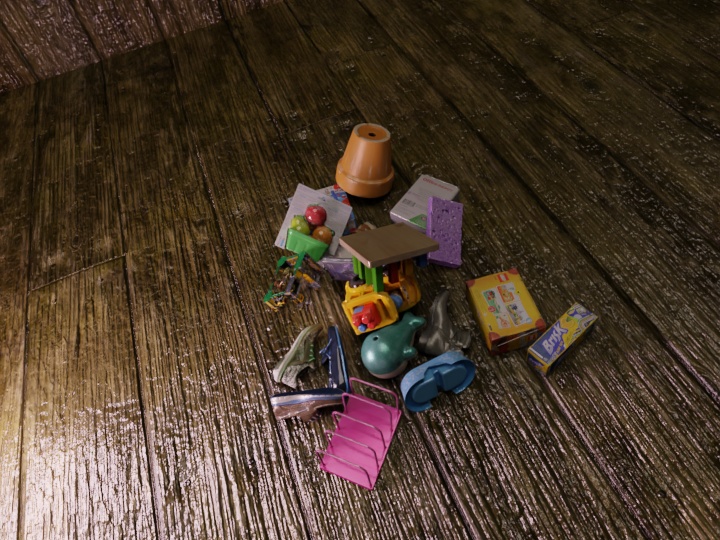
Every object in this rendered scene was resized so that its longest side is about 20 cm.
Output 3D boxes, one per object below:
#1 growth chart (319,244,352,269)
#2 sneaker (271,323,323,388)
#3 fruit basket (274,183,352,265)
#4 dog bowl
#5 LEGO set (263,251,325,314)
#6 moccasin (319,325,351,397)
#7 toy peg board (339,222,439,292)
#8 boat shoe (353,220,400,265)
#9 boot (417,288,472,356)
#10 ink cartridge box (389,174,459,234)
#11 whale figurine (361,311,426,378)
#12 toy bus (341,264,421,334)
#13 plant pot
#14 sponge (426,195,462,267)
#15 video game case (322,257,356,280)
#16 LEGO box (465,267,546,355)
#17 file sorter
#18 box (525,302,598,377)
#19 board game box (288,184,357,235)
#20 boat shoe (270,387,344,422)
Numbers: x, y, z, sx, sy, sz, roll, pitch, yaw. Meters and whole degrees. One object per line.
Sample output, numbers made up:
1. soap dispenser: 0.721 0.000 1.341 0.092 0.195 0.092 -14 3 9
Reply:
1. growth chart: -0.059 -0.059 1.682 0.196 0.018 0.147 -7 51 5
2. sneaker: -0.149 0.235 1.443 0.088 0.077 0.201 30 67 14
3. fruit basket: -0.143 -0.136 1.635 0.183 0.094 0.203 22 83 -11
4. dog bowl: 0.188 0.270 1.325 0.197 0.113 0.050 -24 37 -9
5. LEGO set: -0.187 0.049 1.585 0.152 0.116 0.202 -22 40 31
6. moccasin: -0.074 0.237 1.412 0.067 0.081 0.202 -15 50 4
7. toy peg board: 0.073 -0.034 1.393 0.196 0.099 0.200 -15 26 -20
8. boat shoe: 0.046 -0.069 1.630 0.073 0.076 0.200 -25 49 -20
9. boot: 0.242 0.156 1.439 0.129 0.068 0.202 17 64 16
10. ink cartridge box: 0.207 -0.196 1.699 0.144 0.088 0.201 27 62 26
11. whale figurine: 0.084 0.180 1.392 0.200 0.104 0.158 -48 38 -16
12. toy bus: 0.050 0.087 1.410 0.197 0.137 0.193 -19 19 19
13. plant pot: 0.024 -0.375 1.776 0.196 0.185 0.202 6 42 -5
14. sponge: 0.250 -0.115 1.596 0.110 0.030 0.204 12 70 -19
15. video game case: 0.000 0.000 1.545 0.196 0.143 0.019 4 69 12
16. LEGO box: 0.384 0.107 1.434 0.146 0.078 0.202 -14 51 -2
17. file sorter: -0.001 0.376 1.255 0.137 0.126 0.202 16 56 18
18. box: 0.514 0.176 1.367 0.199 0.065 0.070 -38 55 -18
19. board game box: -0.127 -0.184 1.758 0.197 0.056 0.197 -16 46 -3
20. boat shoe: -0.128 0.340 1.344 0.197 0.072 0.074 -9 90 19
